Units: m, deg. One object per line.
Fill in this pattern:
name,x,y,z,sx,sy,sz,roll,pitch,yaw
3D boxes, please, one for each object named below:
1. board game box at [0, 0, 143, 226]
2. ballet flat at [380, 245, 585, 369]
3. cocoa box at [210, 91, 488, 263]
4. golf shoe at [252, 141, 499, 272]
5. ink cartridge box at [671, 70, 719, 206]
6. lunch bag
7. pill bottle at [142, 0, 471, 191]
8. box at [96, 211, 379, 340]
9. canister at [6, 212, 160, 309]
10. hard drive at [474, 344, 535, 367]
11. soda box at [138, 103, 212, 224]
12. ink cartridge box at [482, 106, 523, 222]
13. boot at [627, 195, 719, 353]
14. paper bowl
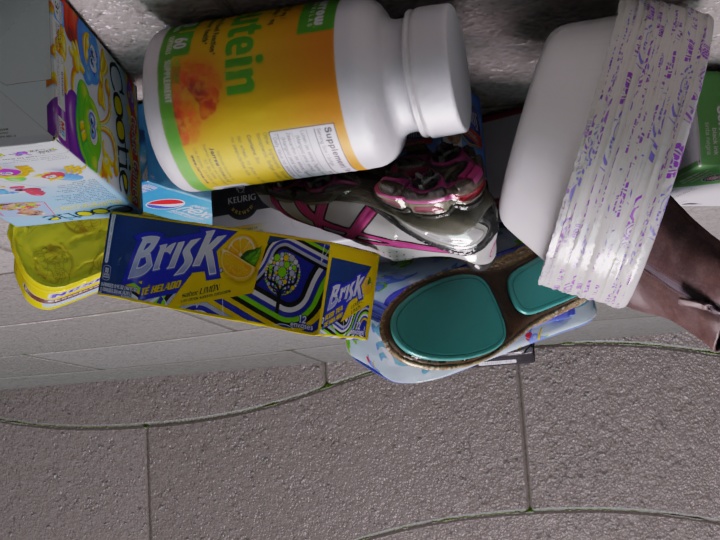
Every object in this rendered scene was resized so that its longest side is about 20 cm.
board game box,-0.225,-0.105,0.816,0.104,0.104,0.200,-5,170,4
ballet flat,0.091,0.027,0.883,0.198,0.071,0.065,-16,176,-28
cocoa box,-0.007,-0.077,0.965,0.198,0.133,0.133,-8,171,21
golf shoe,0.005,-0.041,0.844,0.199,0.093,0.073,12,-135,37
ink cartridge box,0.341,-0.110,1.040,0.198,0.085,0.146,0,170,-15
lunch bag,0.089,0.023,1.011,0.198,0.083,0.161,-19,-162,-19
pill bottle,-0.032,-0.118,0.786,0.198,0.112,0.111,-6,170,14
box,-0.090,0.003,0.851,0.198,0.065,0.070,8,178,31
canister,-0.282,-0.025,1.224,0.148,0.087,0.200,-25,179,-19
hard drive,0.109,0.003,1.265,0.138,0.202,0.038,-5,155,10
soda box,-0.152,-0.085,1.052,0.064,0.069,0.200,-10,168,25
ink cartridge box,0.164,-0.085,1.125,0.145,0.084,0.199,-11,167,36
boot,0.247,-0.048,0.971,0.072,0.202,0.166,-29,-135,-31
paper bowl,0.157,-0.084,0.801,0.103,0.203,0.201,17,172,7
